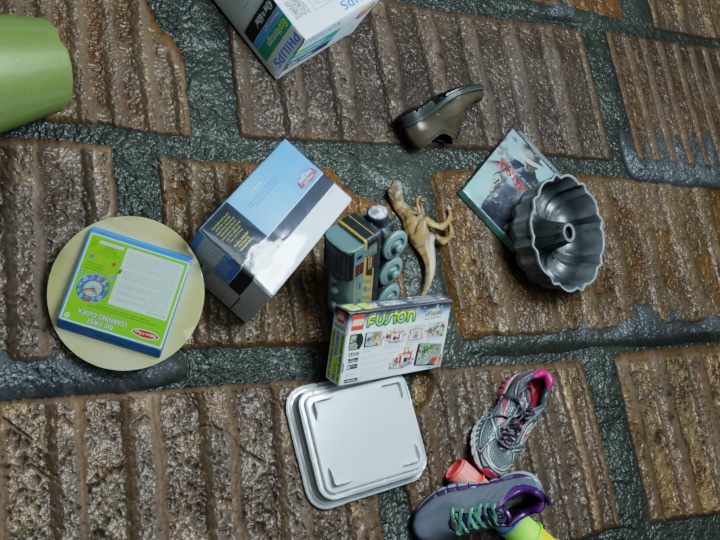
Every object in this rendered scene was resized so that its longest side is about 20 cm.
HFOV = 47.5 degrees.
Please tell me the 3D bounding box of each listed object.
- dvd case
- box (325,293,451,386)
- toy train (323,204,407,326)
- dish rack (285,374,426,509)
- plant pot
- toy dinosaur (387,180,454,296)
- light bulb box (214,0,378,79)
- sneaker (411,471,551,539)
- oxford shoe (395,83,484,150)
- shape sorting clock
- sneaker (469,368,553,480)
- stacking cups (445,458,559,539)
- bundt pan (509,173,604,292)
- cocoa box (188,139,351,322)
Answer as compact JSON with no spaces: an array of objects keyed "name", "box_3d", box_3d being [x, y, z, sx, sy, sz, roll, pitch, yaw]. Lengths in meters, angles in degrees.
[{"name":"dvd case","box_3d":[0.274,-0.149,1.461,0.146,0.022,0.200,45,57,-6]},{"name":"box","box_3d":[0.044,0.098,1.191,0.198,0.035,0.111,-4,109,-39]},{"name":"toy train","box_3d":[0.000,0.000,1.174,0.113,0.201,0.085,-29,53,-30]},{"name":"dish rack","box_3d":[0.003,0.232,1.169,0.198,0.043,0.174,-8,75,-31]},{"name":"plant pot","box_3d":[-0.474,-0.245,1.025,0.189,0.199,0.202,-23,83,-45]},{"name":"toy dinosaur","box_3d":[0.104,-0.052,1.327,0.105,0.060,0.202,-21,76,-7]},{"name":"light bulb box","box_3d":[-0.109,-0.452,1.308,0.198,0.125,0.201,-40,93,-33]},{"name":"sneaker","box_3d":[0.167,0.336,1.151,0.198,0.088,0.075,-20,90,-3]},{"name":"oxford shoe","box_3d":[0.148,-0.264,1.417,0.199,0.072,0.085,-34,104,-30]},{"name":"shape sorting clock","box_3d":[-0.303,0.029,1.062,0.197,0.039,0.203,2,76,-9]},{"name":"sneaker","box_3d":[0.233,0.230,1.265,0.080,0.075,0.201,38,56,-10]},{"name":"stacking cups","box_3d":[0.212,0.362,1.219,0.200,0.060,0.061,44,58,-7]},{"name":"bundt pan","box_3d":[0.331,-0.060,1.408,0.200,0.075,0.205,6,80,-37]},{"name":"cocoa box","box_3d":[-0.134,-0.055,1.146,0.131,0.133,0.201,41,59,-5]}]
